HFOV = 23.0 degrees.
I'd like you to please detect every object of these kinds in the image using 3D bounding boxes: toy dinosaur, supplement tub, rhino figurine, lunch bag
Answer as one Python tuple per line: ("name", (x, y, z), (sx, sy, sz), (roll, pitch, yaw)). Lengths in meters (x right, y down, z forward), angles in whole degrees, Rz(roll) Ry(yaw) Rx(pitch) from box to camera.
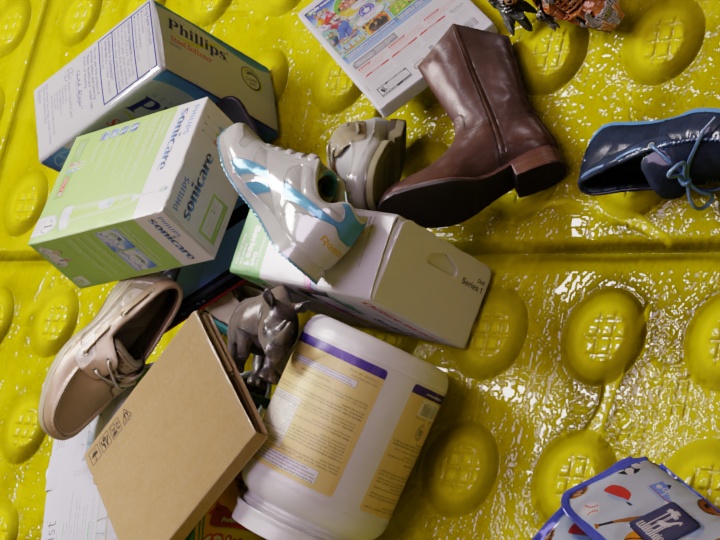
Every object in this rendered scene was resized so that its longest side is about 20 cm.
("toy dinosaur", (0.158, -0.288, 1.655), (0.102, 0.136, 0.200), (-37, 89, 5))
("supplement tub", (-0.021, 0.157, 1.609), (0.145, 0.145, 0.201), (22, 86, 47))
("rhino figurine", (-0.088, 0.057, 1.642), (0.200, 0.060, 0.088), (153, 137, -75))
("lunch bag", (0.209, 0.256, 1.364), (0.200, 0.124, 0.170), (-47, 44, -3))

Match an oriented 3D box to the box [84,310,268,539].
("box", (-0.173, 0.162, 1.632), (0.200, 0.021, 0.164), (-51, 46, 22))

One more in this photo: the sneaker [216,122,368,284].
("sneaker", (-0.063, -0.075, 1.610), (0.081, 0.076, 0.200), (-42, 51, 6))

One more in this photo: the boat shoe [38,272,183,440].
("boat shoe", (-0.252, 0.087, 1.786), (0.064, 0.071, 0.201), (24, 80, 51))

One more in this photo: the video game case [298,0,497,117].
("video game case", (0.035, -0.254, 1.816), (0.143, 0.018, 0.200), (-37, 46, 0))

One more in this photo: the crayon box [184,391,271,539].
("crayon box", (-0.121, 0.217, 1.681), (0.051, 0.127, 0.201), (24, 90, 39))

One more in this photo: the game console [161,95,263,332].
("game console", (-0.177, -0.053, 1.847), (0.200, 0.119, 0.173), (-32, 27, 31))

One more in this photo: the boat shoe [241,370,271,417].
("boat shoe", (-0.158, 0.169, 1.714), (0.201, 0.070, 0.072), (-48, 0, -26))

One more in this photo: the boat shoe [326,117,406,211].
("boat shoe", (0.000, -0.099, 1.695), (0.068, 0.200, 0.075), (5, 106, 7))

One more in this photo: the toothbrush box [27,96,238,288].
("toothbrush box", (-0.221, -0.076, 1.793), (0.199, 0.086, 0.146), (-13, 46, 39))

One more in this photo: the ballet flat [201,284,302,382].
("ballet flat", (-0.097, 0.061, 1.793), (0.200, 0.069, 0.070), (37, 97, 47))

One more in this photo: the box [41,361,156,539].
("box", (-0.233, 0.209, 1.822), (0.176, 0.096, 0.201), (-17, 59, 38))

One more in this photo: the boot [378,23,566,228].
("boot", (0.080, -0.143, 1.673), (0.185, 0.064, 0.201), (-13, 54, -10))

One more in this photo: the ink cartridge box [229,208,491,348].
("ink cartridge box", (0.000, 0.000, 1.664), (0.199, 0.145, 0.084), (10, 77, 46))

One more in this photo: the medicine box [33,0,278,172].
("medicine box", (-0.224, -0.172, 1.936), (0.200, 0.182, 0.103), (-31, 52, 30))

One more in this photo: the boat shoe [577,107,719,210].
("boat shoe", (0.269, -0.086, 1.504), (0.200, 0.084, 0.069), (-8, 45, 56))
